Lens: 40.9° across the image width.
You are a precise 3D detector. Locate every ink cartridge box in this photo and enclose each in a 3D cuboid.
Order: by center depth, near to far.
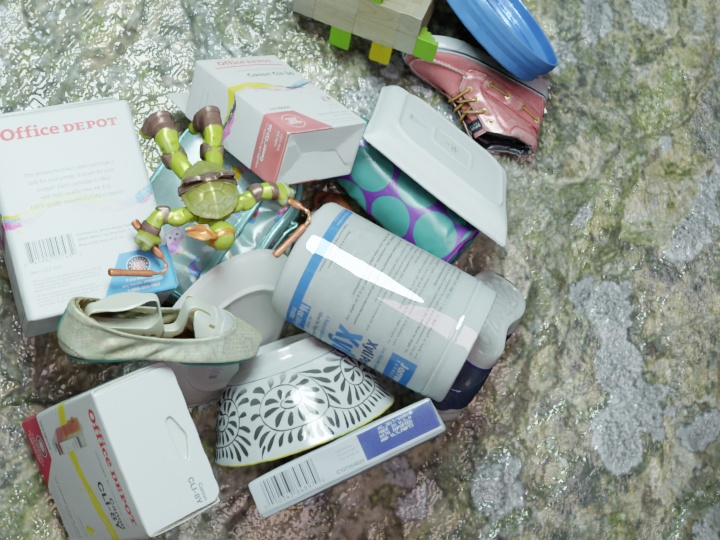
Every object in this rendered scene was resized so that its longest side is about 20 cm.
[{"bbox_3d":[-0.278,-0.054,0.943,0.143,0.085,0.202,-13,81,-25],"label":"ink cartridge box"},{"bbox_3d":[-0.240,0.183,0.947,0.083,0.199,0.146,-22,89,-40],"label":"ink cartridge box"},{"bbox_3d":[-0.007,0.193,1.006,0.198,0.200,0.041,-25,78,-1],"label":"ink cartridge box"},{"bbox_3d":[-0.105,-0.173,1.035,0.116,0.068,0.200,-16,45,-44],"label":"ink cartridge box"}]

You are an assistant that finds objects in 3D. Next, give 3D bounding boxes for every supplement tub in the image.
[{"bbox_3d":[0.023,0.031,0.978,0.199,0.132,0.133,28,76,6],"label":"supplement tub"}]

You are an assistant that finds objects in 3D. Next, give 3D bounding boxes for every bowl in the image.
[{"bbox_3d":[-0.072,0.122,1.009,0.199,0.201,0.095,-19,94,-18],"label":"bowl"},{"bbox_3d":[0.158,-0.310,1.153,0.039,0.201,0.201,-38,98,26],"label":"bowl"}]

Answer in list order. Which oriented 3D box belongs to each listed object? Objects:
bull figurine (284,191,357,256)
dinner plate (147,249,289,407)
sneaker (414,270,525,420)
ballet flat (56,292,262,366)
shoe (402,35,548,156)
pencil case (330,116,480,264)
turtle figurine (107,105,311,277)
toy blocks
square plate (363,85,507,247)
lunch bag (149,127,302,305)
[{"bbox_3d":[0.000,0.000,1.111,0.200,0.065,0.121,48,43,2],"label":"bull figurine"},{"bbox_3d":[-0.135,0.068,1.014,0.200,0.201,0.024,-40,59,-17],"label":"dinner plate"},{"bbox_3d":[0.118,0.097,1.142,0.080,0.147,0.200,34,31,0],"label":"sneaker"},{"bbox_3d":[-0.177,0.052,0.895,0.198,0.068,0.063,1,121,-28],"label":"ballet flat"},{"bbox_3d":[0.138,-0.211,1.179,0.198,0.071,0.092,19,69,-19],"label":"shoe"},{"bbox_3d":[0.040,-0.083,1.098,0.200,0.093,0.085,44,47,4],"label":"pencil case"},{"bbox_3d":[-0.157,-0.077,0.914,0.198,0.065,0.162,-18,67,-14],"label":"turtle figurine"},{"bbox_3d":[0.016,-0.336,1.137,0.198,0.100,0.137,21,50,4],"label":"toy blocks"},{"bbox_3d":[0.098,-0.132,1.112,0.198,0.200,0.028,37,116,-10],"label":"square plate"},{"bbox_3d":[-0.158,-0.054,1.050,0.160,0.077,0.201,30,75,9],"label":"lunch bag"}]
